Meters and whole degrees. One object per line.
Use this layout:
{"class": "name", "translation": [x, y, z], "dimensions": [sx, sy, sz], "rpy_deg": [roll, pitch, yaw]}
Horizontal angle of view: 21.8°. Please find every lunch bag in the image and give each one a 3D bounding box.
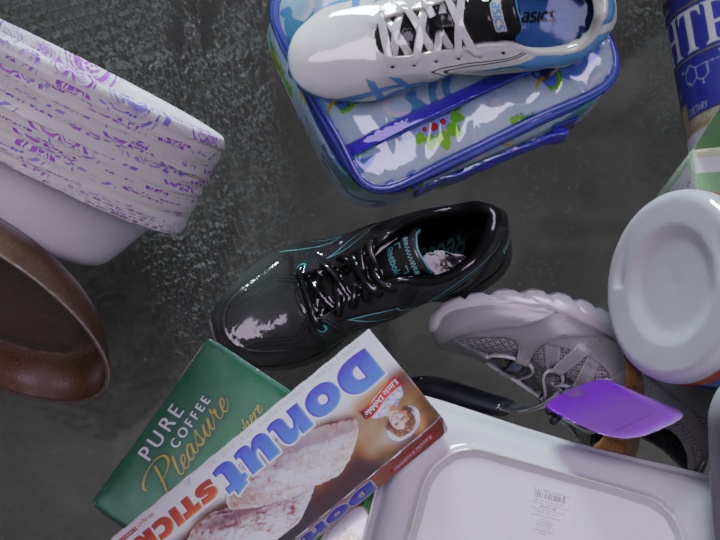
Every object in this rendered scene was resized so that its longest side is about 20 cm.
{"class": "lunch bag", "translation": [0.053, -0.138, 1.179], "dimensions": [0.199, 0.082, 0.161], "rpy_deg": [-24, 83, -9]}

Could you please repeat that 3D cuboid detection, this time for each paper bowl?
{"class": "paper bowl", "translation": [-0.188, -0.076, 1.083], "dimensions": [0.200, 0.201, 0.105], "rpy_deg": [27, 96, 2]}

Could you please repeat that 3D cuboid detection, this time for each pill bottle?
{"class": "pill bottle", "translation": [0.251, -0.172, 1.182], "dimensions": [0.119, 0.120, 0.201], "rpy_deg": [-6, 77, -6]}
{"class": "pill bottle", "translation": [0.252, 0.019, 1.101], "dimensions": [0.199, 0.112, 0.113], "rpy_deg": [7, 74, -36]}

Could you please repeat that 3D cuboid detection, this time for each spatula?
{"class": "spatula", "translation": [0.095, 0.076, 1.091], "dimensions": [0.056, 0.199, 0.021], "rpy_deg": [-19, 103, -40]}

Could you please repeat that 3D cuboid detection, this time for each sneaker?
{"class": "sneaker", "translation": [0.054, -0.145, 1.102], "dimensions": [0.199, 0.072, 0.072], "rpy_deg": [-11, 83, -5]}
{"class": "sneaker", "translation": [0.135, 0.067, 1.139], "dimensions": [0.199, 0.075, 0.082], "rpy_deg": [16, 75, -2]}
{"class": "sneaker", "translation": [0.000, 0.000, 1.143], "dimensions": [0.199, 0.079, 0.076], "rpy_deg": [-22, 80, -8]}

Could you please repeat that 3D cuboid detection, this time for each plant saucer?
{"class": "plant saucer", "translation": [-0.226, 0.008, 1.063], "dimensions": [0.199, 0.200, 0.032], "rpy_deg": [26, 64, 2]}

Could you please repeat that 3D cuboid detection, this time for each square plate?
{"class": "square plate", "translation": [0.091, 0.185, 1.028], "dimensions": [0.199, 0.028, 0.199], "rpy_deg": [15, 77, 4]}

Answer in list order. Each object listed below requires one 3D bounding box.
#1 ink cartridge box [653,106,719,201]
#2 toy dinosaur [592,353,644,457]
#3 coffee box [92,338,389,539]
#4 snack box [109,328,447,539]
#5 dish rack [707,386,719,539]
{"class": "ink cartridge box", "translation": [0.269, -0.061, 1.116], "dimensions": [0.145, 0.200, 0.048], "rpy_deg": [-4, 74, -6]}
{"class": "toy dinosaur", "translation": [0.139, 0.127, 1.076], "dimensions": [0.106, 0.060, 0.200], "rpy_deg": [35, 82, -2]}
{"class": "coffee box", "translation": [-0.040, 0.143, 1.081], "dimensions": [0.199, 0.044, 0.123], "rpy_deg": [31, 78, 11]}
{"class": "snack box", "translation": [-0.050, 0.123, 1.040], "dimensions": [0.200, 0.024, 0.072], "rpy_deg": [-39, 63, -3]}
{"class": "dish rack", "translation": [0.269, 0.103, 1.043], "dimensions": [0.199, 0.043, 0.173], "rpy_deg": [-21, 116, -27]}
